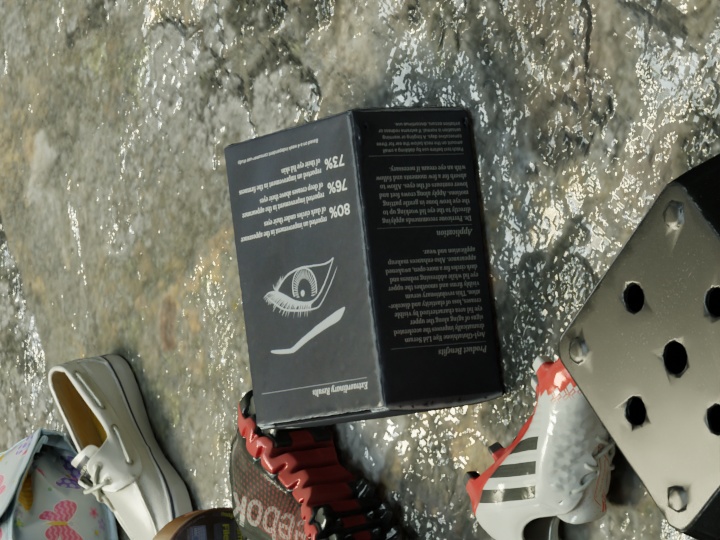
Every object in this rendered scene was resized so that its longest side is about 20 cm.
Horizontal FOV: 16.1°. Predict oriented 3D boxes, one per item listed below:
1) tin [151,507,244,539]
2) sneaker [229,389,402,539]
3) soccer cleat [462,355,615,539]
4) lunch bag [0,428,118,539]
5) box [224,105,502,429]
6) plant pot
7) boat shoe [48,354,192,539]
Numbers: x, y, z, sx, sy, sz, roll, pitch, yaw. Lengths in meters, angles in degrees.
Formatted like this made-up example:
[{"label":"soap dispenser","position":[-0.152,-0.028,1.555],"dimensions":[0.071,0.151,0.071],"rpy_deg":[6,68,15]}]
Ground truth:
[{"label":"tin","position":[-0.103,0.273,1.845],"dimensions":[0.042,0.112,0.200],"rpy_deg":[-10,84,59]},{"label":"sneaker","position":[-0.036,0.176,1.784],"dimensions":[0.200,0.071,0.098],"rpy_deg":[53,131,38]},{"label":"soccer cleat","position":[0.132,0.108,1.574],"dimensions":[0.085,0.069,0.200],"rpy_deg":[53,135,24]},{"label":"lunch bag","position":[-0.283,0.245,2.064],"dimensions":[0.170,0.127,0.200],"rpy_deg":[-28,64,47]},{"label":"box","position":[0.000,0.000,1.696],"dimensions":[0.148,0.104,0.200],"rpy_deg":[-10,85,51]},{"label":"plant pot","position":[0.229,0.040,1.350],"dimensions":[0.200,0.177,0.200],"rpy_deg":[58,133,31]},{"label":"boat shoe","position":[-0.192,0.154,1.981],"dimensions":[0.071,0.070,0.200],"rpy_deg":[-47,57,43]}]
